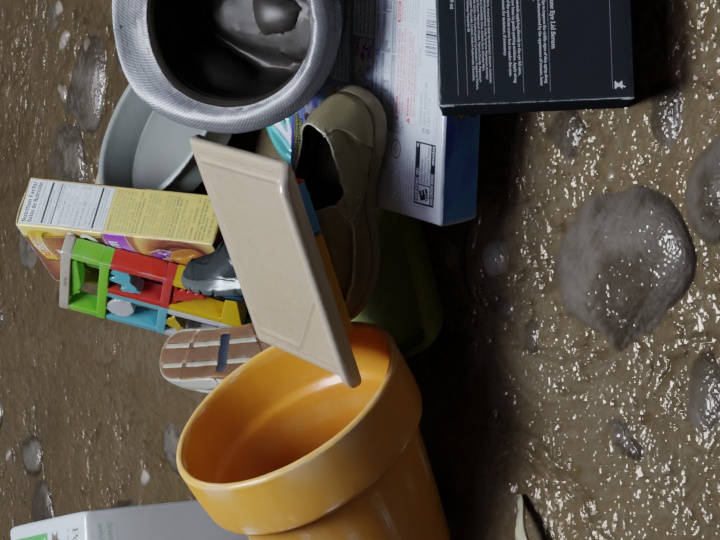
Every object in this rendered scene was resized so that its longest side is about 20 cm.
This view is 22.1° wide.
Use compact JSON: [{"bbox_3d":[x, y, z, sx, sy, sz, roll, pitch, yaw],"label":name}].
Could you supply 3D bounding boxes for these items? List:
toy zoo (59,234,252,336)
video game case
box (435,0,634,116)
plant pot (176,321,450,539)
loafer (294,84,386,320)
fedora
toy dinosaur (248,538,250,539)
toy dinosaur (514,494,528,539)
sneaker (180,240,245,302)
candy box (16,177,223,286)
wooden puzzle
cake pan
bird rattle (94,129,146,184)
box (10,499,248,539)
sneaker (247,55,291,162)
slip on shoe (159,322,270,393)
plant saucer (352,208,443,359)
[{"bbox_3d":[-0.188,0.027,1.760,0.131,0.199,0.021,110,174,-64],"label":"toy zoo"},{"bbox_3d":[0.019,-0.153,1.471,0.181,0.045,0.201,18,113,44],"label":"video game case"},{"bbox_3d":[0.122,-0.216,1.328,0.079,0.140,0.201,7,-98,-85],"label":"box"},{"bbox_3d":[-0.019,0.175,1.498,0.200,0.200,0.184,9,135,54],"label":"plant pot"},{"bbox_3d":[-0.027,-0.049,1.464,0.076,0.067,0.201,25,122,41],"label":"loafer"},{"bbox_3d":[-0.091,-0.202,1.467,0.199,0.090,0.178,-7,98,29],"label":"fedora"},{"bbox_3d":[-0.070,0.244,1.682,0.135,0.085,0.201,29,120,43],"label":"toy dinosaur"},{"bbox_3d":[0.150,0.263,1.402,0.088,0.047,0.201,-32,62,58],"label":"toy dinosaur"},{"bbox_3d":[-0.082,-0.015,1.620,0.199,0.073,0.083,-6,81,45],"label":"sneaker"},{"bbox_3d":[-0.212,-0.029,1.748,0.199,0.117,0.057,7,64,16],"label":"candy box"},{"bbox_3d":[-0.063,-0.013,1.462,0.200,0.037,0.186,26,137,62],"label":"wooden puzzle"},{"bbox_3d":[-0.182,-0.145,1.796,0.200,0.037,0.201,-32,44,36],"label":"cake pan"},{"bbox_3d":[-0.228,-0.067,1.879,0.200,0.112,0.164,21,92,49],"label":"bird rattle"},{"bbox_3d":[-0.207,0.329,1.773,0.171,0.199,0.200,-20,74,51],"label":"box"},{"bbox_3d":[-0.073,-0.182,1.560,0.077,0.080,0.201,-7,104,24],"label":"sneaker"},{"bbox_3d":[-0.100,0.091,1.737,0.199,0.060,0.077,-4,69,37],"label":"slip on shoe"},{"bbox_3d":[0.000,0.000,1.597,0.199,0.048,0.201,-33,66,50],"label":"plant saucer"}]
